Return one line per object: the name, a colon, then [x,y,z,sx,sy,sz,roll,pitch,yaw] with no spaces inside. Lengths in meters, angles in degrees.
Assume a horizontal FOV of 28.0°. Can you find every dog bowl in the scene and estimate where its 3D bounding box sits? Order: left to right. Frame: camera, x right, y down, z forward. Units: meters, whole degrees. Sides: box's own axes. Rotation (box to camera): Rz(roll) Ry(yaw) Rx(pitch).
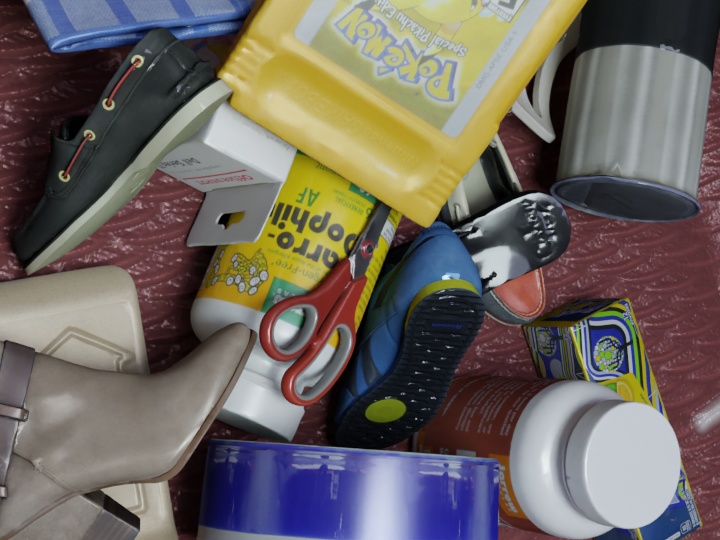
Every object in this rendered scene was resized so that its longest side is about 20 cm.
dog bowl: [-0.007,0.158,0.962,0.200,0.200,0.079,9,81,-29]

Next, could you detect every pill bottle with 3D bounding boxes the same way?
pill bottle: [-0.050,0.010,0.994,0.113,0.113,0.201,29,75,-26]
pill bottle: [0.132,0.133,1.042,0.112,0.200,0.113,2,87,-29]

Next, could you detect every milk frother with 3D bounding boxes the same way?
milk frother: [0.270,-0.135,1.123,0.180,0.200,0.189,20,76,-45]

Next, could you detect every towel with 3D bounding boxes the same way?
towel: [-0.164,-0.220,0.927,0.146,0.024,0.200,-12,57,-28]

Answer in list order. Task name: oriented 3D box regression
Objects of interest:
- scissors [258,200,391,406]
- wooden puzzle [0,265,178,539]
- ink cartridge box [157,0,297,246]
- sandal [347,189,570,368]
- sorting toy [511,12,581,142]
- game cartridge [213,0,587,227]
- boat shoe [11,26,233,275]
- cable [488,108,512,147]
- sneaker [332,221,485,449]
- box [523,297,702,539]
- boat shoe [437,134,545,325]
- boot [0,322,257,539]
scissors: [0.000,0.000,0.956,0.200,0.014,0.073,-52,124,-28]
wooden puzzle: [-0.222,0.108,0.933,0.185,0.046,0.201,-11,89,-30]
ink cartridge box: [-0.085,-0.120,0.976,0.067,0.117,0.201,27,75,-30]
sandal: [0.064,0.004,1.063,0.200,0.043,0.076,-34,104,0]
sorting toy: [0.116,-0.196,1.112,0.180,0.107,0.200,44,53,-38]
game cartridge: [0.029,-0.151,0.904,0.176,0.032,0.200,30,100,-21]
boat shoe: [-0.162,-0.071,0.908,0.063,0.201,0.074,46,33,-2]
cable: [0.026,-0.123,0.995,0.200,0.050,0.097,34,88,-36]
sneaker: [0.030,0.050,1.024,0.066,0.200,0.079,6,45,-22]
box: [0.202,0.125,1.158,0.064,0.070,0.201,-24,100,-26]
boat shoe: [0.098,-0.046,1.111,0.071,0.063,0.201,-31,104,-29]
boot: [-0.174,0.084,0.882,0.146,0.070,0.200,34,79,-10]
